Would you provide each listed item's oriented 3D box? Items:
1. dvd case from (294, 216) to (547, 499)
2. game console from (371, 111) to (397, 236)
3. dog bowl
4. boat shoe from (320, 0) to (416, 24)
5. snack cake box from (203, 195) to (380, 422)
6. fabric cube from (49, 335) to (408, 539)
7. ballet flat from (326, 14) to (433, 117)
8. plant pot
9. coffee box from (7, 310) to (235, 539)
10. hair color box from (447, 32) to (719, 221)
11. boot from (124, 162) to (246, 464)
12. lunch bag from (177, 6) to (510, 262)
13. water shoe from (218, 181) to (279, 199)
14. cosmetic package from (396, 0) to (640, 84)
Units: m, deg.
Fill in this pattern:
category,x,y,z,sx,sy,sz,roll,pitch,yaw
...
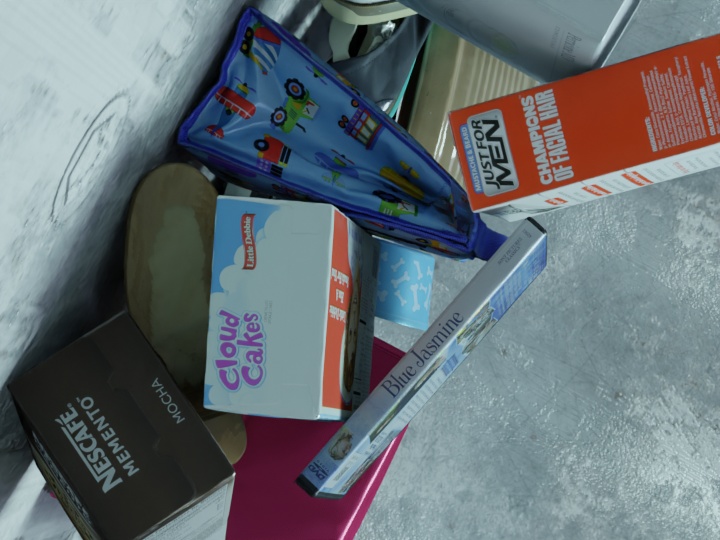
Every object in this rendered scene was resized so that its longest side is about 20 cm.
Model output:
category,x,y,z,sx,sy,sz,roll,pitch,yaw
dvd case,0.040,0.057,1.167,0.200,0.018,0.143,-49,172,-2
game console,0.002,-0.126,1.460,0.177,0.031,0.201,84,14,-57
dog bowl,0.000,0.000,1.332,0.200,0.111,0.050,10,97,-88
boat shoe,0.066,-0.222,1.299,0.199,0.075,0.069,-24,148,-26
snack cake box,-0.036,0.028,1.131,0.200,0.067,0.116,37,58,-80
fabric cube,-0.080,0.121,1.413,0.201,0.199,0.196,-63,175,-6
ballet flat,0.018,-0.175,1.340,0.073,0.073,0.201,114,1,-47
plant pot,0.077,-0.112,1.475,0.201,0.092,0.203,-166,-90,-88
coffee box,-0.136,0.114,1.142,0.079,0.113,0.200,-32,167,-14
hair color box,0.161,-0.084,1.124,0.111,0.198,0.065,5,69,-74
boot,-0.111,0.009,1.199,0.144,0.070,0.203,-120,-160,-63
lunch bag,0.003,-0.062,1.196,0.095,0.199,0.151,-61,175,-2
water shoe,-0.060,-0.036,1.418,0.072,0.078,0.200,-62,176,5
cosmetic package,0.075,-0.207,1.126,0.124,0.199,0.199,-61,175,-3
